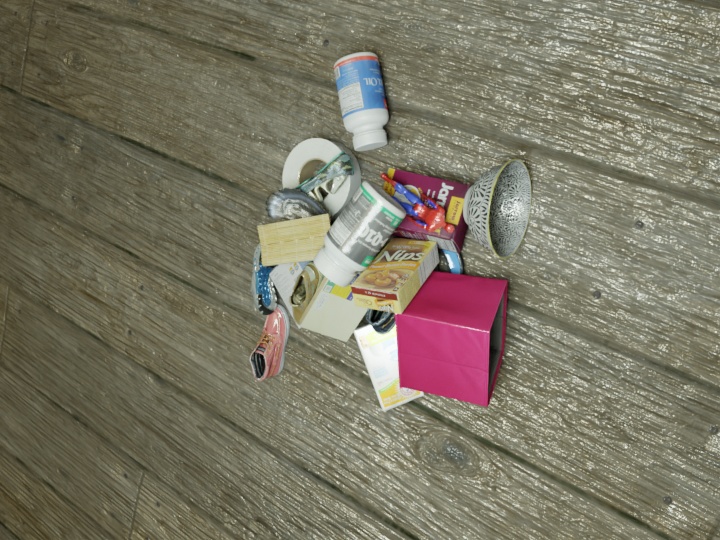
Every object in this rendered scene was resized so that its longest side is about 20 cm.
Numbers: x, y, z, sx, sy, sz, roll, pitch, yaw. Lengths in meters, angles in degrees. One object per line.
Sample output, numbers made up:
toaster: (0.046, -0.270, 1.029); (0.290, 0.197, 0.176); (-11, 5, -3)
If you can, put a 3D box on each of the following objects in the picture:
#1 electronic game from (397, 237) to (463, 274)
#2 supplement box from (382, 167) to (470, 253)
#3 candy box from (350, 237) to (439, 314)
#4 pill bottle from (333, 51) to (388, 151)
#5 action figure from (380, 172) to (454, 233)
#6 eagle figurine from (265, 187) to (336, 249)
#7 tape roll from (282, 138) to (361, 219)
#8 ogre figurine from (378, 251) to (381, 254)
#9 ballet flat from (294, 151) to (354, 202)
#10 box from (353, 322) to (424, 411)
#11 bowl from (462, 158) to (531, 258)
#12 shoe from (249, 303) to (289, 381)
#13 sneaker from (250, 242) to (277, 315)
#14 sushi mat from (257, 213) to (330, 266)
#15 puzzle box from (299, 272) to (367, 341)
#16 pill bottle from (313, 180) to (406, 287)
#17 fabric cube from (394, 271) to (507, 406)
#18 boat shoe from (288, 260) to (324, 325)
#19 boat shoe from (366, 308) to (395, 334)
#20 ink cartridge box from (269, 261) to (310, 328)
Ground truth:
electronic game: (0.150, 0.001, 1.283); (0.196, 0.041, 0.206); (4, 98, 25)
supplement box: (0.144, -0.135, 1.217); (0.196, 0.103, 0.134); (15, 82, 22)
candy box: (0.078, 0.006, 1.152); (0.113, 0.200, 0.056); (8, 128, 31)
pill bottle: (0.007, -0.392, 1.263); (0.110, 0.112, 0.205); (-10, 93, 26)
action figure: (0.118, -0.136, 1.144); (0.199, 0.052, 0.066); (37, 97, 24)
eagle figurine: (-0.125, -0.100, 1.283); (0.200, 0.149, 0.153); (47, 121, 27)
tape roll: (-0.098, -0.226, 1.357); (0.198, 0.070, 0.208); (3, 98, 25)
ogre figurine: (0.000, 0.000, 1.324); (0.196, 0.098, 0.123); (18, 100, 20)
ballet flat: (-0.096, -0.201, 1.285); (0.198, 0.074, 0.075); (-32, 83, 27)
box: (0.072, 0.217, 1.300); (0.110, 0.101, 0.204); (-21, 87, 7)
bowl: (0.277, -0.133, 1.134); (0.093, 0.199, 0.206); (13, 102, 38)
shoe: (-0.249, 0.198, 1.471); (0.070, 0.091, 0.205); (10, 101, 23)
sneaker: (-0.274, 0.018, 1.476); (0.086, 0.074, 0.206); (-1, 84, 56)
sushi mat: (-0.148, -0.067, 1.225); (0.196, 0.012, 0.098); (-6, 89, 25)
puzzle box: (-0.044, 0.073, 1.264); (0.131, 0.026, 0.202); (21, 119, -22)
pill bottle: (-0.005, -0.073, 1.115); (0.113, 0.113, 0.201); (41, 106, 15)
fabric cube: (0.200, 0.139, 1.161); (0.195, 0.197, 0.204); (7, 122, 22)
boat shoe: (-0.143, 0.064, 1.287); (0.071, 0.076, 0.203); (35, 134, 22)
boat shoe: (0.082, 0.047, 1.215); (0.070, 0.091, 0.203); (25, 81, 21)
ink cartridge box: (-0.152, 0.026, 1.393); (0.136, 0.076, 0.202); (-38, 81, 44)
